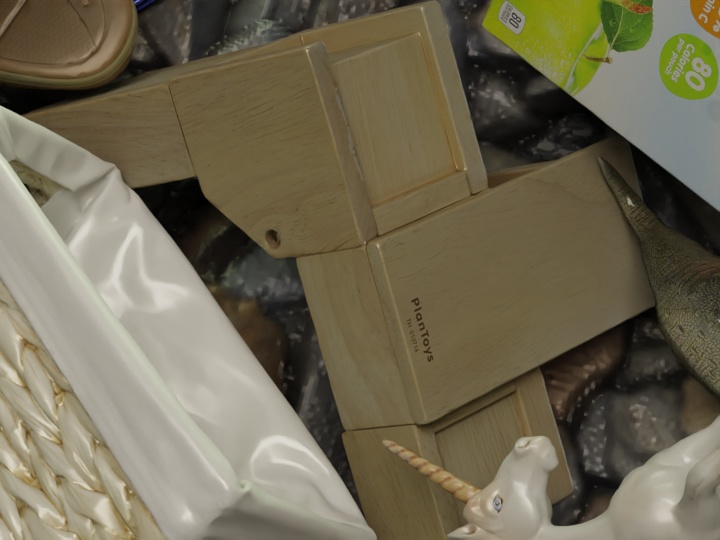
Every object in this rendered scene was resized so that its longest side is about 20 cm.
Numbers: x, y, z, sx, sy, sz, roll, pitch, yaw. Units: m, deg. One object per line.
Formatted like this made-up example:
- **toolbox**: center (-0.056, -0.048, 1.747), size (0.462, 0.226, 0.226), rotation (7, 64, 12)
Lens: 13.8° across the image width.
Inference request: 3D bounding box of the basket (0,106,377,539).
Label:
- **basket**: center (-0.111, 0.055, 1.084), size (0.123, 0.135, 0.200), rotation (-42, 65, 10)

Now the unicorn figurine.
- **unicorn figurine**: center (0.128, 0.082, 1.068), size (0.199, 0.137, 0.074), rotation (25, 35, -21)

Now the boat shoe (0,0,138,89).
- **boat shoe**: center (-0.169, -0.112, 1.242), size (0.199, 0.065, 0.071), rotation (21, 71, 29)

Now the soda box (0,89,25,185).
- **soda box**: center (-0.185, -0.059, 1.170), size (0.070, 0.200, 0.064), rotation (14, 77, 10)

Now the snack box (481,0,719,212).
- **snack box**: center (0.162, -0.106, 1.113), size (0.200, 0.169, 0.068), rotation (38, 42, 17)

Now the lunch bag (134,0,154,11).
- **lunch bag**: center (-0.109, -0.213, 1.267), size (0.200, 0.127, 0.170), rotation (-42, 68, 20)

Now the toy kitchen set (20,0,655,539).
- **toy kitchen set**: center (0.000, 0.000, 1.212), size (0.163, 0.180, 0.201), rotation (-23, 101, -46)

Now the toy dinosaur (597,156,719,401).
- **toy dinosaur**: center (0.164, 0.027, 1.156), size (0.200, 0.077, 0.102), rotation (48, 51, -1)
